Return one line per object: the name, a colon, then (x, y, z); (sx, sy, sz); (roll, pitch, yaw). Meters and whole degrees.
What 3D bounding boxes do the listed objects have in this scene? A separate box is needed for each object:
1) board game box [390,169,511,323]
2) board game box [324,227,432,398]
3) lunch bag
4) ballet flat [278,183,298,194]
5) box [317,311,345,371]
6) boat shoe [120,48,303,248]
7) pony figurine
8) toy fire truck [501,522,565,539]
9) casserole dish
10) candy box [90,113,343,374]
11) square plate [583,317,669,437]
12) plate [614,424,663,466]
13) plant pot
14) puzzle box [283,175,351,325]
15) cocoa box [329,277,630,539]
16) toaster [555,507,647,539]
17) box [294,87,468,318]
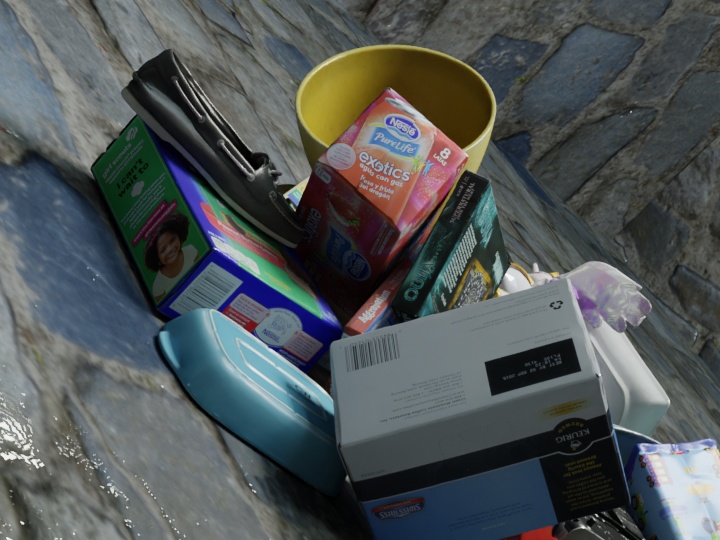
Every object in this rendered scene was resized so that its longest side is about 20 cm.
board game box: (0.082, 0.011, 1.640); (0.028, 0.136, 0.200); (25, -15, 18)
board game box: (0.019, 0.048, 1.602); (0.019, 0.104, 0.200); (26, 32, 11)
lunch bag: (0.273, 0.274, 1.730); (0.093, 0.200, 0.151); (-1, 53, -27)
ballet flat: (-0.028, -0.026, 1.936); (0.200, 0.071, 0.071); (38, 13, -47)
box: (-0.057, 0.017, 1.760); (0.137, 0.040, 0.200); (36, 16, -38)
boat shoe: (-0.109, -0.099, 1.543); (0.200, 0.057, 0.067); (43, 9, -18)
pony figurine: (0.173, 0.038, 1.883); (0.199, 0.167, 0.193); (13, 27, -42)
toy fire truck: (0.101, 0.203, 1.529); (0.049, 0.141, 0.202); (22, 64, -36)
casserole dish: (-0.073, 0.096, 1.441); (0.200, 0.039, 0.121); (40, 14, -33)
candy box: (-0.121, -0.017, 1.557); (0.169, 0.077, 0.200); (35, 15, -43)
square plate: (0.226, 0.159, 1.923); (0.028, 0.199, 0.200); (18, 23, -24)
plate: (0.203, 0.180, 1.778); (0.200, 0.199, 0.026); (35, 47, -43)
plant pot: (0.033, -0.111, 1.883); (0.200, 0.198, 0.143); (-123, -154, -43)
puzzle box: (0.000, 0.000, 1.747); (0.200, 0.025, 0.133); (47, 32, 2)
cocoa box: (0.089, 0.117, 1.423); (0.134, 0.198, 0.132); (-98, 170, -56)
toaster: (0.161, 0.222, 1.634); (0.181, 0.119, 0.200); (36, 15, -42)
box: (0.008, -0.054, 1.605); (0.095, 0.100, 0.200); (40, -25, 6)
